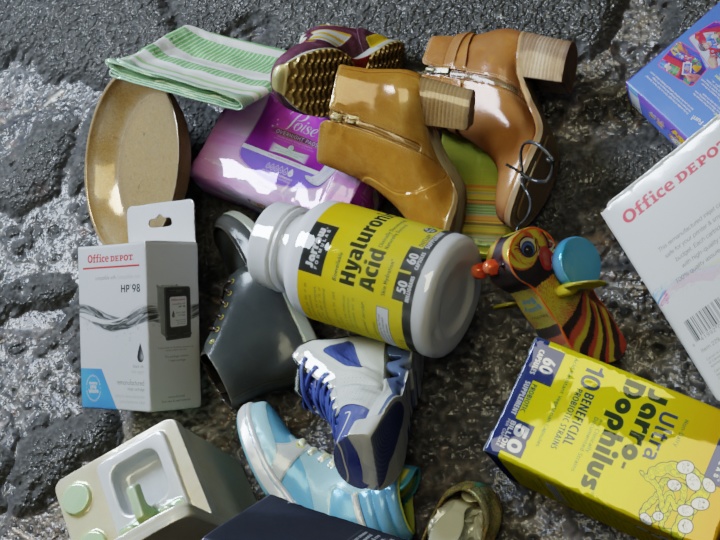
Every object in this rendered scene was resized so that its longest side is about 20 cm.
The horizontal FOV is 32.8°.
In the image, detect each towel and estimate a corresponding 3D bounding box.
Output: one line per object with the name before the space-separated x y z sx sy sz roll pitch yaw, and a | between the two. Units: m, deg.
towel | 0.119 -0.105 1.218 0.085 0.018 0.202 4 69 15
towel | -0.155 -0.212 1.262 0.151 0.200 0.024 17 114 10

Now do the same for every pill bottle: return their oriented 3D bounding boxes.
pill bottle | 0.000 0.000 1.104 0.199 0.111 0.112 16 74 28

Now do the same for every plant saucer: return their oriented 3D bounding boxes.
plant saucer | -0.230 -0.112 1.289 0.199 0.035 0.202 -3 86 50

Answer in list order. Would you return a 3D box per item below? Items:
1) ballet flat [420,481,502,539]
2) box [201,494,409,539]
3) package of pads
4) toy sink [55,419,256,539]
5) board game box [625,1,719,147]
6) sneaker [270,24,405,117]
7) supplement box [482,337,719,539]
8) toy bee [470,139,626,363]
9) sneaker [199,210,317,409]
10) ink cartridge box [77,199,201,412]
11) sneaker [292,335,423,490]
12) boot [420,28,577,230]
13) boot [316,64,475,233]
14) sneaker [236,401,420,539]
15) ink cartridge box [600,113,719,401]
ballet flat | 0.063 0.273 1.054 0.070 0.071 0.201 20 77 25
box | -0.029 0.317 0.995 0.197 0.123 0.202 12 103 25
package of pads | -0.066 -0.110 1.250 0.199 0.076 0.121 22 79 26
toy sink | -0.183 0.217 1.088 0.130 0.200 0.113 -31 62 6
board game box | 0.363 -0.146 1.131 0.134 0.045 0.200 -40 61 1
sneaker | -0.041 -0.205 1.232 0.090 0.199 0.076 23 114 29
supplement box | 0.221 0.153 1.022 0.199 0.110 0.110 21 77 25
toy bee | 0.149 0.006 1.080 0.108 0.131 0.201 -25 71 -31
sneaker | -0.123 0.033 1.194 0.105 0.075 0.201 -22 61 -19
ink cartridge box | -0.217 0.033 1.194 0.115 0.066 0.202 -4 88 43
sneaker | -0.013 0.118 1.092 0.114 0.081 0.200 0 27 14
boot | 0.118 -0.140 1.193 0.153 0.074 0.202 9 73 26
boot | 0.028 -0.088 1.155 0.143 0.071 0.203 9 102 14
sneaker | -0.020 0.182 1.116 0.130 0.080 0.201 -35 71 5
ink cartridge box | 0.322 -0.010 1.037 0.147 0.085 0.201 -39 62 27
